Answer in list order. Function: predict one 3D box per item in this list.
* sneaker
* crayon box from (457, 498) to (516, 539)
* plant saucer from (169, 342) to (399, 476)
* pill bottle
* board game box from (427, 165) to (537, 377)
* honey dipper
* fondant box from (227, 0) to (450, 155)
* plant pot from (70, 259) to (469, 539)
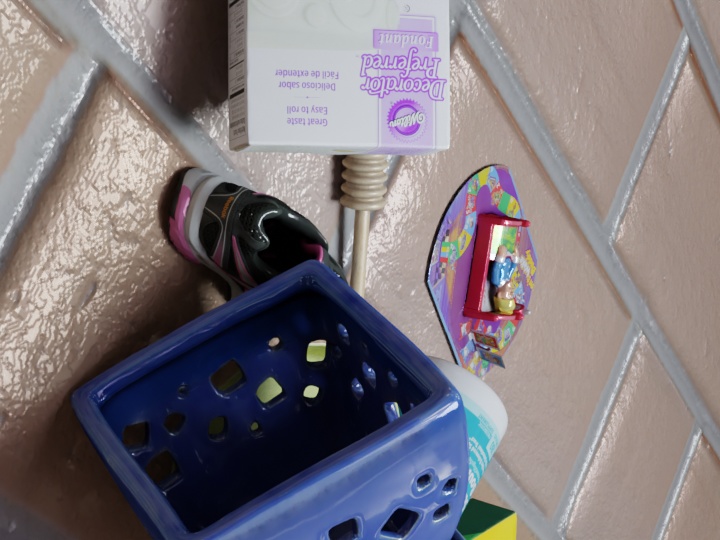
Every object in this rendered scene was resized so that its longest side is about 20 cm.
[{"bbox_3d":[-0.054,-0.001,1.130,0.200,0.086,0.081,33,74,-56],"label":"sneaker"},{"bbox_3d":[0.073,0.334,1.455,0.172,0.058,0.202,-16,113,-52],"label":"crayon box"},{"bbox_3d":[-0.060,0.141,1.170,0.199,0.031,0.201,-16,119,-30],"label":"plant saucer"},{"bbox_3d":[0.034,0.177,1.297,0.201,0.110,0.111,-59,142,-27],"label":"pill bottle"},{"bbox_3d":[0.131,0.004,1.449,0.158,0.039,0.201,-54,141,-31],"label":"board game box"},{"bbox_3d":[0.000,0.000,1.259,0.038,0.038,0.202,-21,119,-52],"label":"honey dipper"},{"bbox_3d":[-0.015,-0.180,1.063,0.143,0.058,0.202,0,90,-19],"label":"fondant box"},{"bbox_3d":[-0.046,0.143,1.032,0.199,0.200,0.181,-28,127,-16],"label":"plant pot"}]
